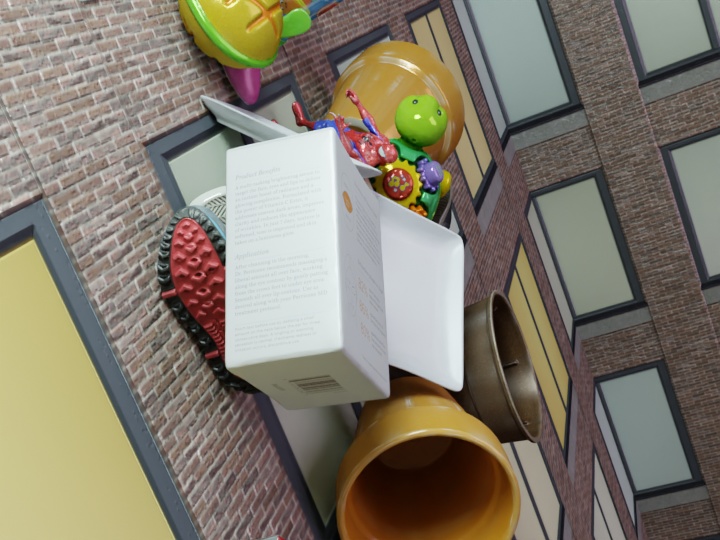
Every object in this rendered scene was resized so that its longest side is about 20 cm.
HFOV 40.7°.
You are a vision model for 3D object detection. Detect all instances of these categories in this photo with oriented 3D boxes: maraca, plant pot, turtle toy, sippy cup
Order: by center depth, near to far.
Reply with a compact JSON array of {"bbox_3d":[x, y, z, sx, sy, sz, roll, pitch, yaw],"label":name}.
[{"bbox_3d":[-0.152,-0.314,1.078,0.136,0.106,0.203,-1,66,-57],"label":"maraca"},{"bbox_3d":[0.066,0.221,1.109,0.184,0.197,0.203,-102,167,-66],"label":"plant pot"},{"bbox_3d":[0.050,-0.124,1.227,0.101,0.143,0.204,146,-35,-83],"label":"turtle toy"},{"bbox_3d":[-0.085,-0.385,1.283,0.139,0.128,0.182,4,69,-70],"label":"sippy cup"},{"bbox_3d":[0.120,0.152,1.296,0.201,0.195,0.203,52,28,-43],"label":"plant pot"},{"bbox_3d":[0.027,-0.197,1.380,0.184,0.197,0.203,-50,122,-49],"label":"plant pot"}]

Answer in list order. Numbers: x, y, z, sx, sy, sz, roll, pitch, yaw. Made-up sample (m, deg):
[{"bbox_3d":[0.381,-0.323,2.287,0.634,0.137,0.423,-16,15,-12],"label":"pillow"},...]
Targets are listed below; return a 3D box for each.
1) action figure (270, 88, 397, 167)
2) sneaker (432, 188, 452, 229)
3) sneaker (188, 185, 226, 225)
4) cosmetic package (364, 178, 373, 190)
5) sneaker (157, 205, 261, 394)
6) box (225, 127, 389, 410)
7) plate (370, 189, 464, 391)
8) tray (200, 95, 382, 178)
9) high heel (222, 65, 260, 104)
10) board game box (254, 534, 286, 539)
[{"bbox_3d":[-0.034,-0.177,1.150,0.065,0.198,0.100,-43,136,-24],"label":"action figure"},{"bbox_3d":[0.087,-0.035,1.341,0.107,0.073,0.203,75,25,-52],"label":"sneaker"},{"bbox_3d":[-0.105,-0.067,1.015,0.197,0.084,0.077,-9,116,-39],"label":"sneaker"},{"bbox_3d":[-0.012,-0.006,1.153,0.103,0.087,0.203,-27,93,-44],"label":"cosmetic package"},{"bbox_3d":[-0.131,0.018,0.918,0.096,0.078,0.203,-88,163,-56],"label":"sneaker"},{"bbox_3d":[-0.046,0.005,0.871,0.152,0.104,0.204,52,32,-62],"label":"box"},{"bbox_3d":[0.040,0.021,1.104,0.198,0.032,0.203,23,57,-34],"label":"plate"},{"bbox_3d":[-0.078,-0.142,1.077,0.023,0.197,0.107,-67,162,9],"label":"tray"},{"bbox_3d":[-0.123,-0.301,1.158,0.067,0.094,0.204,33,43,-61],"label":"high heel"},{"bbox_3d":[-0.056,0.358,0.874,0.126,0.034,0.203,50,30,-50],"label":"board game box"}]
